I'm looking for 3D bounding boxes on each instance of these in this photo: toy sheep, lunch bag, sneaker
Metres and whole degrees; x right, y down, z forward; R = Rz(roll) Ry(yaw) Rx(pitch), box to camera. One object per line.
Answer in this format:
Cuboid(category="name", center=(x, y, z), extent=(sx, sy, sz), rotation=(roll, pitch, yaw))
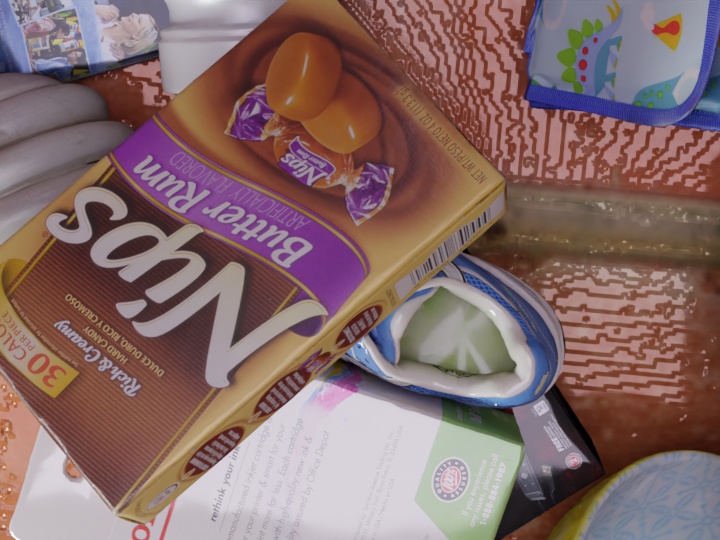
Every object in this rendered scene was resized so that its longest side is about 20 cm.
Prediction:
Cuboid(category="toy sheep", center=(-0.151, -0.023, 0.832), extent=(0.138, 0.138, 0.200), rotation=(-21, 87, 5))
Cuboid(category="lunch bag", center=(0.179, -0.145, 0.811), extent=(0.200, 0.127, 0.170), rotation=(10, 97, 18))
Cuboid(category="sneaker", center=(0.000, 0.000, 0.781), extent=(0.200, 0.077, 0.076), rotation=(23, 97, 0))

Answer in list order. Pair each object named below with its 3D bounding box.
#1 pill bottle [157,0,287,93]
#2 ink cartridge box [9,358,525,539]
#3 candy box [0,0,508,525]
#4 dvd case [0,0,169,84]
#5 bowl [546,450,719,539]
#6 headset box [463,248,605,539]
Cuboid(category="pill bottle", center=(-0.051, -0.180, 0.797), extent=(0.112, 0.112, 0.200), rotation=(-1, 98, 3))
Cuboid(category="ink cartridge box", center=(-0.041, 0.091, 0.798), extent=(0.200, 0.067, 0.117), rotation=(19, 98, -2))
Cuboid(category="candy box", center=(-0.052, -0.007, 0.725), extent=(0.200, 0.056, 0.117), rotation=(-42, 77, -3))
Cuboid(category="dvd case", center=(-0.128, -0.168, 0.868), extent=(0.200, 0.018, 0.143), rotation=(-15, 97, 5))
Cuboid(category="bowl", center=(0.139, 0.195, 0.850), extent=(0.200, 0.200, 0.108), rotation=(52, 138, -5))
Cuboid(category="headset box", center=(-0.007, 0.082, 0.869), extent=(0.200, 0.077, 0.149), rotation=(-32, 95, 5))
